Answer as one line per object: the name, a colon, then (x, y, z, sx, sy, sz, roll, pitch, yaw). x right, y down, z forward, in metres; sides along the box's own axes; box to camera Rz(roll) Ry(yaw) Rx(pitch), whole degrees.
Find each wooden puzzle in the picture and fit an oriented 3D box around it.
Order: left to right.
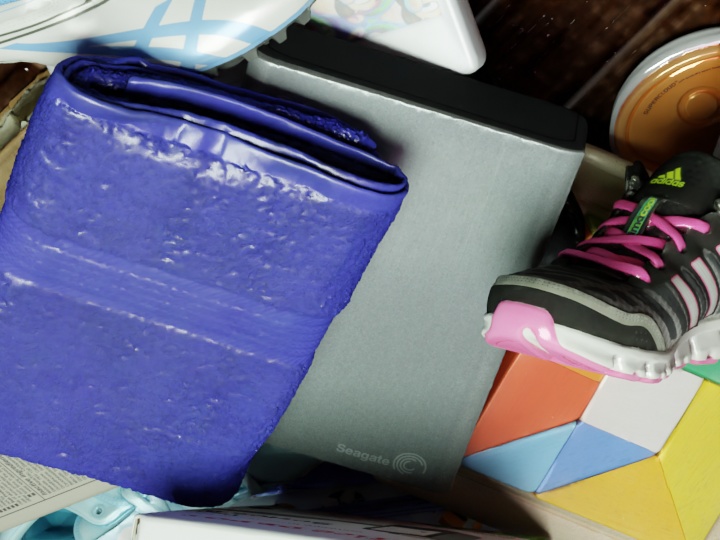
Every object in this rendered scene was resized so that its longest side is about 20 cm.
wooden puzzle: (0.128, 0.057, 1.062, 0.185, 0.037, 0.200, 23, 114, -16)

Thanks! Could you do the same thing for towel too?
towel: (-0.084, 0.005, 0.938, 0.148, 0.050, 0.200, 19, 128, -14)

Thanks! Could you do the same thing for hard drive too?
hard drive: (0.000, 0.000, 0.978, 0.139, 0.033, 0.200, 16, 129, -3)

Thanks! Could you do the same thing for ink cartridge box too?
ink cartridge box: (-0.005, 0.153, 1.011, 0.145, 0.200, 0.084, 5, 87, 14)

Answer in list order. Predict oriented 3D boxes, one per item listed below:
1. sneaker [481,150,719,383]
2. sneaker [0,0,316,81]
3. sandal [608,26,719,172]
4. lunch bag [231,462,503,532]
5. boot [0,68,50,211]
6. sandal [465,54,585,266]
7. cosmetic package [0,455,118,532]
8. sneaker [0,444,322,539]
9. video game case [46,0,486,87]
sneaker: (0.119, -0.006, 0.942, 0.074, 0.200, 0.088, 16, 104, 37)
sneaker: (-0.109, -0.117, 0.910, 0.200, 0.072, 0.073, -1, 138, 17)
sandal: (0.215, -0.061, 1.014, 0.206, 0.059, 0.079, 1, 126, 2)
lunch bag: (0.012, 0.162, 1.176, 0.200, 0.076, 0.160, -8, 123, 6)
boot: (-0.059, -0.030, 1.045, 0.200, 0.066, 0.175, 38, 118, -21)
sandal: (0.025, -0.074, 0.986, 0.075, 0.048, 0.200, -39, 94, 19)
cosmetic package: (-0.182, 0.066, 1.085, 0.200, 0.073, 0.104, -21, 125, 35)
sneaker: (-0.095, 0.110, 1.108, 0.200, 0.082, 0.074, -19, 133, 36)
video game case: (-0.066, -0.150, 0.941, 0.182, 0.024, 0.200, -15, 107, 21)
